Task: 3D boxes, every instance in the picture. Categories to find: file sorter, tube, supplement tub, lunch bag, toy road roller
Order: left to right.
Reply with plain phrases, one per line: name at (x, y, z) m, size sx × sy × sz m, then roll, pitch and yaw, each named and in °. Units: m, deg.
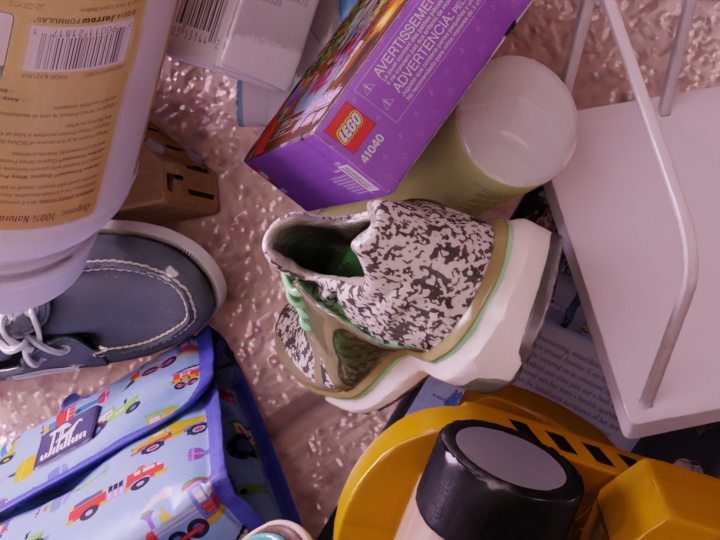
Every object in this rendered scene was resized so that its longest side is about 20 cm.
supplement tub at (-0.151, -0.096, 0.953) m, size 0.144 × 0.144 × 0.201 m, roll 34°, pitch 128°, yaw 20°
lunch bag at (-0.109, 0.109, 1.020) m, size 0.150 × 0.200 × 0.094 m, roll -32°, pitch 117°, yaw 5°
tube at (0.025, -0.037, 0.951) m, size 0.058 × 0.200 × 0.052 m, roll 20°, pitch 73°, yaw -13°
toy road roller at (0.087, 0.116, 0.887) m, size 0.199 × 0.146 × 0.124 m, roll 18°, pitch 110°, yaw -7°
file sorter at (0.182, -0.043, 0.873) m, size 0.199 × 0.125 × 0.139 m, roll -10°, pitch 61°, yaw -9°

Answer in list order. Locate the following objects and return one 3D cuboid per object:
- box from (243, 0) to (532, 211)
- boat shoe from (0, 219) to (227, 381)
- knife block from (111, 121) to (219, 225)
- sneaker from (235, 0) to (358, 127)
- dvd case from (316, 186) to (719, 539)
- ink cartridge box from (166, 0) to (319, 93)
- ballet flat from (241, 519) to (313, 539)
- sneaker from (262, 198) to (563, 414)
box at (0.019, -0.091, 0.906) m, size 0.039 × 0.200 × 0.137 m, roll 37°, pitch 83°, yaw -8°
boat shoe at (-0.151, 0.028, 1.069) m, size 0.199 × 0.062 × 0.073 m, roll -9°, pitch 123°, yaw 31°
knife block at (-0.190, -0.030, 1.108) m, size 0.200 × 0.064 × 0.176 m, roll 38°, pitch 100°, yaw 19°
sneaker at (0.005, -0.152, 1.043) m, size 0.080 × 0.077 × 0.201 m, roll 15°, pitch 91°, yaw 2°
dvd case at (0.085, 0.072, 0.983) m, size 0.142 × 0.018 × 0.201 m, roll 26°, pitch 78°, yaw 26°
ink cartridge box at (-0.072, -0.183, 1.031) m, size 0.200 × 0.045 × 0.177 m, roll 23°, pitch 97°, yaw 53°
ballet flat at (-0.050, 0.182, 0.926) m, size 0.069 × 0.069 × 0.201 m, roll 37°, pitch 113°, yaw 19°
sneaker at (0.000, 0.000, 0.886) m, size 0.088 × 0.200 × 0.077 m, roll 29°, pitch 71°, yaw -18°
